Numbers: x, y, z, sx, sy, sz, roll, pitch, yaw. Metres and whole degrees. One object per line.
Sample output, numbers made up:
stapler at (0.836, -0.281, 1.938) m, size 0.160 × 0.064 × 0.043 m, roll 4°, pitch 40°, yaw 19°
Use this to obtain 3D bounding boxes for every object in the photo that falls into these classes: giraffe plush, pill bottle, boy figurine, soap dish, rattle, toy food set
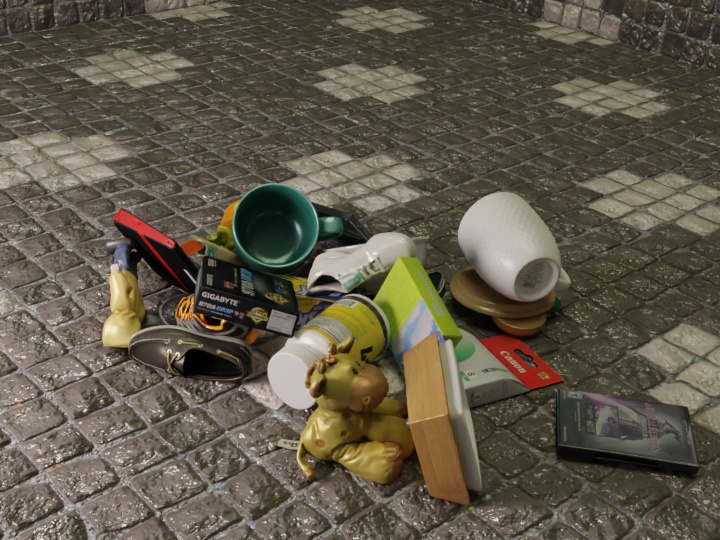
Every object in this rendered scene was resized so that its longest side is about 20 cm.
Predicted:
giraffe plush at (-0.017, 0.185, 1.389) m, size 0.198 × 0.164 × 0.173 m, roll -1°, pitch 29°, yaw -8°
pill bottle at (-0.049, 0.127, 1.542) m, size 0.114 × 0.115 × 0.200 m, roll 19°, pitch 34°, yaw 28°
boy figurine at (-0.399, 0.048, 1.664) m, size 0.064 × 0.125 × 0.201 m, roll -7°, pitch 57°, yaw 0°
soap dish at (0.112, 0.207, 1.384) m, size 0.080 × 0.158 × 0.201 m, roll -13°, pitch 28°, yaw 6°
rattle at (-0.250, -0.071, 1.790) m, size 0.130 × 0.143 × 0.200 m, roll 39°, pitch 1°, yaw 21°
toy food set at (0.260, 0.043, 1.783) m, size 0.199 × 0.049 × 0.198 m, roll 17°, pitch 30°, yaw 25°

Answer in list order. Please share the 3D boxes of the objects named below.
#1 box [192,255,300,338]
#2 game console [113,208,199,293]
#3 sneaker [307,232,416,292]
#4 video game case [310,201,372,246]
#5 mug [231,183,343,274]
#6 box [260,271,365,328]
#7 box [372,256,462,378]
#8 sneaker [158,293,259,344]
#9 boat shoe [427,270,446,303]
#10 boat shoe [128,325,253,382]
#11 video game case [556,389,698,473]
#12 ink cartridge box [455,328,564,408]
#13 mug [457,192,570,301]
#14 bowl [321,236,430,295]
box at (-0.181, 0.039, 1.558) m, size 0.158 × 0.046 × 0.200 m, roll 17°, pitch 11°, yaw -11°
game console at (-0.333, -0.021, 1.719) m, size 0.176 × 0.200 × 0.031 m, roll 24°, pitch 68°, yaw 34°
sneaker at (0.000, 0.000, 1.639) m, size 0.199 × 0.076 × 0.089 m, roll -17°, pitch 24°, yaw 28°
video game case at (-0.043, -0.082, 1.880) m, size 0.142 × 0.019 × 0.200 m, roll 18°, pitch -12°, yaw 26°
mug at (-0.140, -0.060, 1.764) m, size 0.184 × 0.153 × 0.114 m, roll 30°, pitch -14°, yaw -2°
box at (-0.093, 0.058, 1.706) m, size 0.198 × 0.071 × 0.064 m, roll 8°, pitch 30°, yaw 10°
box at (0.089, 0.089, 1.572) m, size 0.047 × 0.122 × 0.201 m, roll 4°, pitch 42°, yaw -32°
sneaker at (-0.258, 0.070, 1.620) m, size 0.198 × 0.077 × 0.079 m, roll 6°, pitch 71°, yaw 32°
boat shoe at (0.094, 0.061, 1.719) m, size 0.071 × 0.068 × 0.200 m, roll 19°, pitch 34°, yaw 27°
boat shoe at (-0.271, 0.134, 1.553) m, size 0.199 × 0.072 × 0.061 m, roll 5°, pitch 25°, yaw -1°
video game case at (0.393, 0.236, 1.469) m, size 0.198 × 0.019 × 0.143 m, roll 6°, pitch 29°, yaw 8°
ink cartridge box at (0.208, 0.144, 1.606) m, size 0.198 × 0.051 × 0.161 m, roll -13°, pitch 33°, yaw -23°
mug at (0.288, -0.022, 1.727) m, size 0.199 × 0.148 × 0.176 m, roll 24°, pitch 21°, yaw -31°
bowl at (0.032, -0.004, 1.774) m, size 0.199 × 0.091 × 0.201 m, roll -7°, pitch 0°, yaw 0°
